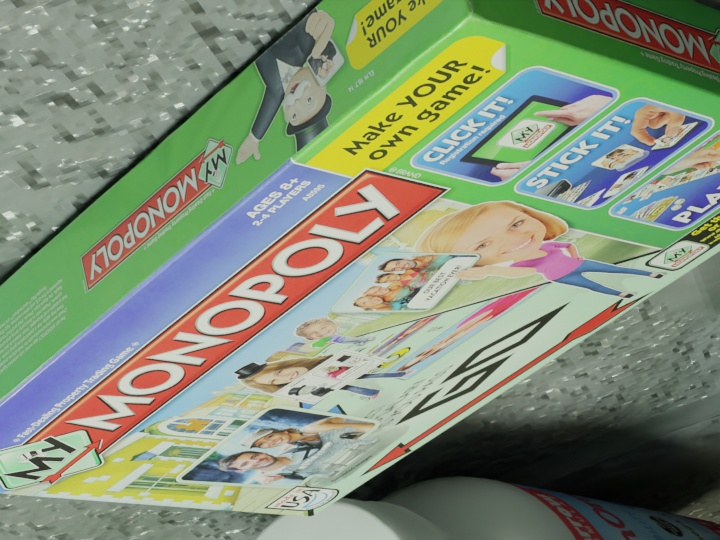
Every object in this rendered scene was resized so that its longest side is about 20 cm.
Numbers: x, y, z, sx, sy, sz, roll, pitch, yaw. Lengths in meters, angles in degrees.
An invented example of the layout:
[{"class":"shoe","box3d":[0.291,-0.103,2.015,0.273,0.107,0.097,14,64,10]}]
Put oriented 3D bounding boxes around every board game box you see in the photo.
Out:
[{"class":"board game box","box3d":[0.000,0.000,0.495,0.134,0.029,0.200,10,144,-43]}]

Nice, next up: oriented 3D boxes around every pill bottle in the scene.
[{"class":"pill bottle","box3d":[0.053,0.123,0.677,0.109,0.109,0.200,-33,150,31]}]
